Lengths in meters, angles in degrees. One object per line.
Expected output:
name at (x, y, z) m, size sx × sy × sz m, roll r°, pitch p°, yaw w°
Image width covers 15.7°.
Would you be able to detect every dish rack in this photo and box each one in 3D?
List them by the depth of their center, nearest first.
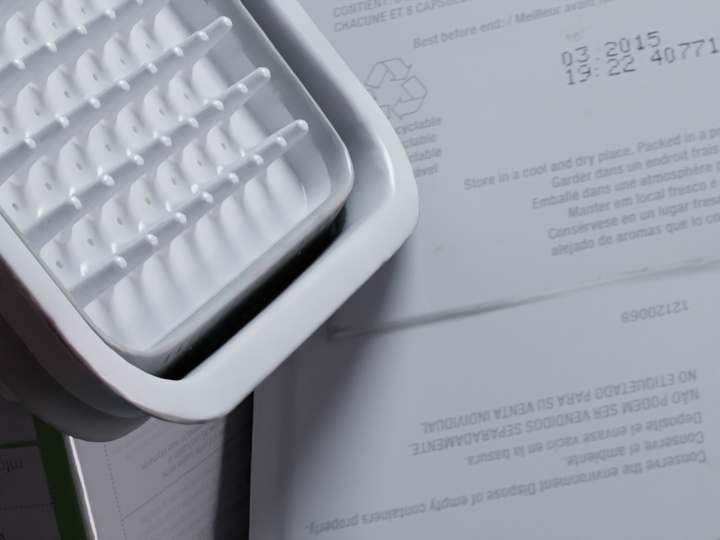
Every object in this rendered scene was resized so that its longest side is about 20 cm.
dish rack at (-0.080, -0.059, 0.558) m, size 0.200 × 0.043 × 0.172 m, roll 52°, pitch 27°, yaw -2°

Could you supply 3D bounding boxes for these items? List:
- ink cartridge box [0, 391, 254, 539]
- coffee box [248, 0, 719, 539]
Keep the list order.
ink cartridge box at (-0.053, 0.093, 0.621) m, size 0.104 × 0.059 × 0.201 m, roll -35°, pitch 114°, yaw -64°
coffee box at (0.096, 0.034, 0.681) m, size 0.198 × 0.198 × 0.201 m, roll 57°, pitch 27°, yaw -55°
